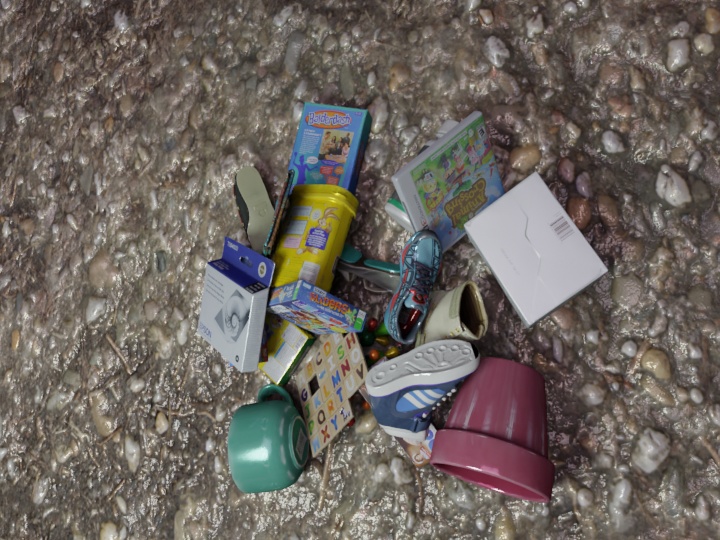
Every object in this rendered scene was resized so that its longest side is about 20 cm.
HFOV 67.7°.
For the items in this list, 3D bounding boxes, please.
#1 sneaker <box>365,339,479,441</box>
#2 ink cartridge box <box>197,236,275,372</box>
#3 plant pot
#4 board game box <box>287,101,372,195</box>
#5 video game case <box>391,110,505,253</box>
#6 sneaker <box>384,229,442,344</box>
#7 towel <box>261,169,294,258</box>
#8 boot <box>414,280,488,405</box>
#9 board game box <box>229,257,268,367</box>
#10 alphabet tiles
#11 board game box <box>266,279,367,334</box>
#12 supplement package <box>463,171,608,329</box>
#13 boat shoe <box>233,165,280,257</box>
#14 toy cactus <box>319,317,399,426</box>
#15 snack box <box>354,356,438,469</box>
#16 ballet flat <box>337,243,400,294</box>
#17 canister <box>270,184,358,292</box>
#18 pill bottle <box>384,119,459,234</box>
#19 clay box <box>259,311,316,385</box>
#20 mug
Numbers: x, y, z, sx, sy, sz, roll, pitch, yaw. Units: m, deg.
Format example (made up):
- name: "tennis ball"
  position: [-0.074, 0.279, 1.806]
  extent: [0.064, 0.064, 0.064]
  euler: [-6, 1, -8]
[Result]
- name: "sneaker"
  position: [0.112, 0.206, 0.881]
  extent: [0.193, 0.082, 0.150]
  euler: [-18, 120, 8]
- name: "ink cartridge box"
  position: [-0.241, 0.057, 1.015]
  extent: [0.197, 0.040, 0.208]
  euler: [22, 105, 46]
- name: "plant pot"
  position: [0.224, 0.252, 0.874]
  extent: [0.193, 0.201, 0.185]
  euler: [11, 67, 18]
- name: "board game box"
  position: [-0.069, -0.238, 1.117]
  extent: [0.147, 0.045, 0.208]
  euler: [12, 84, 19]
- name: "video game case"
  position: [0.163, -0.143, 0.945]
  extent: [0.198, 0.185, 0.022]
  euler: [-38, 35, -13]
- name: "sneaker"
  position: [0.101, 0.035, 0.923]
  extent: [0.076, 0.096, 0.207]
  euler: [11, 106, -11]
- name: "towel"
  position: [-0.161, -0.095, 1.018]
  extent: [0.021, 0.200, 0.152]
  euler: [17, 79, -10]
- name: "boot"
  position: [0.156, 0.128, 0.925]
  extent: [0.069, 0.154, 0.209]
  euler: [6, 77, -22]
- name: "board game box"
  position: [-0.228, 0.080, 1.054]
  extent: [0.100, 0.019, 0.209]
  euler: [-12, 80, 36]
- name: "alphabet tiles"
  position: [-0.052, 0.207, 0.974]
  extent: [0.201, 0.007, 0.170]
  euler: [-51, 41, 30]
- name: "board game box"
  position: [-0.090, 0.071, 0.958]
  extent: [0.133, 0.198, 0.036]
  euler: [28, 71, -23]
- name: "supplement package"
  position: [0.299, -0.031, 0.933]
  extent: [0.153, 0.111, 0.204]
  euler: [-34, 73, 9]
- name: "boat shoe"
  position: [-0.218, -0.113, 1.135]
  extent: [0.071, 0.063, 0.209]
  euler: [-16, 87, -22]
- name: "toy cactus"
  position: [-0.018, 0.168, 1.013]
  extent: [0.163, 0.101, 0.205]
  euler: [31, 99, 29]
- name: "snack box"
  position: [0.074, 0.253, 0.949]
  extent: [0.071, 0.024, 0.202]
  euler: [-34, 101, 9]
- name: "ballet flat"
  position: [0.000, 0.000, 1.047]
  extent: [0.194, 0.067, 0.066]
  euler: [21, 117, 22]
- name: "canister"
  position: [-0.096, -0.050, 1.014]
  extent: [0.144, 0.086, 0.207]
  euler: [6, 71, 36]
- name: "pill bottle"
  position: [0.141, -0.168, 1.005]
  extent: [0.112, 0.113, 0.203]
  euler: [35, 90, 19]
- name: "clay box"
  position: [-0.196, 0.121, 1.090]
  extent: [0.198, 0.047, 0.116]
  euler: [39, 95, 20]
- name: "mug"
  position: [-0.162, 0.305, 0.992]
  extent: [0.110, 0.152, 0.193]
  euler: [-10, 77, 13]
